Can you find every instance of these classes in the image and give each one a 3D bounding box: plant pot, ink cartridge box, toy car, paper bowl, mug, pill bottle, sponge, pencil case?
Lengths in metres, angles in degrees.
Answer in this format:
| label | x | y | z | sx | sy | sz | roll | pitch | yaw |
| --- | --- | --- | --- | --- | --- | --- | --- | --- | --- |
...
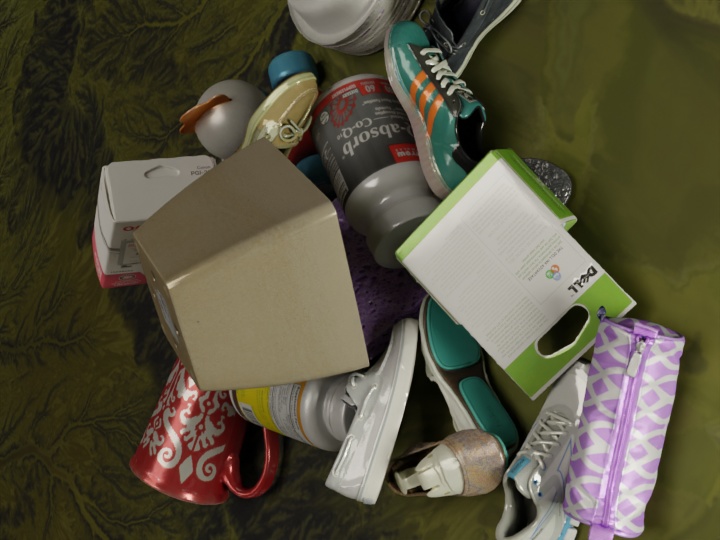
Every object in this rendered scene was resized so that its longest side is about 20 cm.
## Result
| label | x | y | z | sx | sy | sz | roll | pitch | yaw |
| --- | --- | --- | --- | --- | --- | --- | --- | --- | --- |
| plant pot | -0.125 | 0.009 | 1.303 | 0.200 | 0.176 | 0.201 | 47 | 154 | 54 |
| ink cartridge box | -0.265 | -0.060 | 1.617 | 0.200 | 0.145 | 0.083 | 121 | 139 | -61 |
| toy car | -0.145 | -0.168 | 1.516 | 0.176 | 0.199 | 0.186 | -34 | 59 | 39 |
| paper bowl | -0.018 | -0.365 | 1.482 | 0.200 | 0.104 | 0.203 | -9 | 78 | 48 |
| mug | -0.175 | 0.181 | 1.575 | 0.133 | 0.176 | 0.202 | -96 | 27 | -82 |
| pill bottle | -0.055 | 0.142 | 1.434 | 0.199 | 0.109 | 0.110 | 11 | 92 | 48 |
| pill bottle | 0.024 | -0.110 | 1.384 | 0.116 | 0.115 | 0.201 | -46 | 53 | 32 |
| ink cartridge box | 0.156 | 0.002 | 1.227 | 0.200 | 0.076 | 0.148 | 48 | 110 | 9 |
| sponge | 0.000 | 0.000 | 1.418 | 0.111 | 0.030 | 0.200 | -38 | 49 | -2 |
| pencil case | 0.238 | 0.139 | 1.130 | 0.086 | 0.083 | 0.202 | -62 | -19 | -85 |

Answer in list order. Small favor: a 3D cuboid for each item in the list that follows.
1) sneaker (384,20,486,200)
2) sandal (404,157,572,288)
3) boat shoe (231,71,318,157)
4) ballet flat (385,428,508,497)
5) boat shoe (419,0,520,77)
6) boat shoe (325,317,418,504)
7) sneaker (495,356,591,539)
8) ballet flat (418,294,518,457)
| label | x | y | z | sx | sy | sz | roll | pitch | yaw |
| --- | --- | --- | --- | --- | --- | --- | --- | --- | --- |
| sneaker | 0.090 | -0.180 | 1.319 | 0.080 | 0.071 | 0.202 | -25 | 81 | 38 |
| sandal | 0.131 | -0.051 | 1.297 | 0.199 | 0.045 | 0.076 | -34 | 80 | 23 |
| boat shoe | -0.098 | -0.134 | 1.400 | 0.063 | 0.073 | 0.201 | 46 | 118 | 14 |
| ballet flat | 0.080 | 0.205 | 1.262 | 0.069 | 0.067 | 0.200 | 68 | 155 | 7 |
| boat shoe | 0.099 | -0.266 | 1.367 | 0.200 | 0.062 | 0.075 | -45 | 55 | 35 |
| boat shoe | 0.012 | 0.141 | 1.317 | 0.072 | 0.068 | 0.202 | 86 | -161 | -81 |
| sneaker | 0.180 | 0.180 | 1.189 | 0.075 | 0.086 | 0.202 | 19 | 96 | 49 |
| ballet flat | 0.102 | 0.117 | 1.307 | 0.069 | 0.069 | 0.201 | -45 | 54 | 33 |
